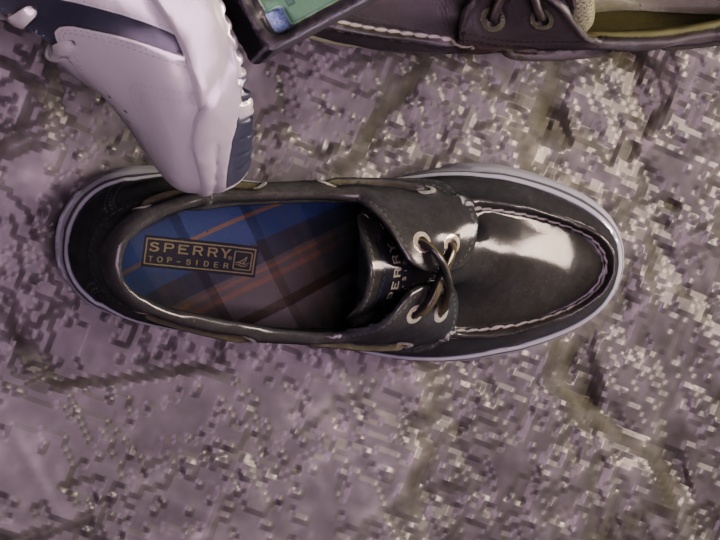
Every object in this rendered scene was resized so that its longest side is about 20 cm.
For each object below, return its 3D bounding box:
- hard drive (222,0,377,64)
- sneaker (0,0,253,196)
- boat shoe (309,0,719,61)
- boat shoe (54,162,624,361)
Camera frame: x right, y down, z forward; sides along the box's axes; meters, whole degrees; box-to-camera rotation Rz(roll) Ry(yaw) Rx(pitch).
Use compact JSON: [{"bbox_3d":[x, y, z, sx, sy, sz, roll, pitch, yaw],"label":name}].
[{"bbox_3d":[-0.020,-0.183,0.895,0.140,0.038,0.200,-30,91,-11],"label":"hard drive"},{"bbox_3d":[-0.125,-0.092,0.881,0.130,0.079,0.199,-30,107,-10],"label":"sneaker"},{"bbox_3d":[0.063,-0.105,0.951,0.201,0.066,0.072,-1,101,-19],"label":"boat shoe"},{"bbox_3d":[0.000,0.000,0.954,0.200,0.057,0.069,1,100,-19],"label":"boat shoe"}]
